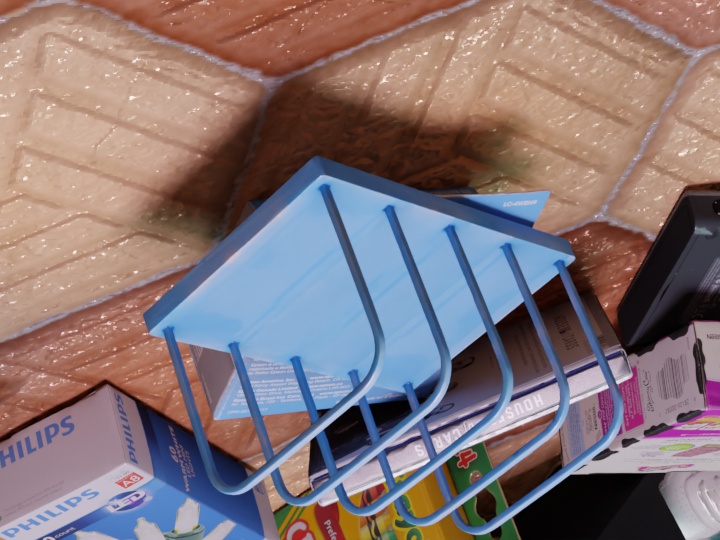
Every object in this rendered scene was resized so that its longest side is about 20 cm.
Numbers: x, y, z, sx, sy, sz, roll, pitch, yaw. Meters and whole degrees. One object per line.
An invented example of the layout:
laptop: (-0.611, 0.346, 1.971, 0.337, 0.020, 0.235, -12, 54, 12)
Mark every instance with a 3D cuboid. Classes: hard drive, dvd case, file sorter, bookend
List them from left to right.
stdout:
file sorter: (0.018, 0.051, 1.048, 0.200, 0.123, 0.139, 15, 134, -45)
dvd case: (0.063, 0.075, 1.247, 0.199, 0.025, 0.150, -22, -169, 4)
bookend: (0.172, 0.268, 1.458, 0.092, 0.200, 0.199, -3, 126, 48)
hard drive: (0.281, 0.001, 1.305, 0.199, 0.033, 0.140, 0, 145, -15)

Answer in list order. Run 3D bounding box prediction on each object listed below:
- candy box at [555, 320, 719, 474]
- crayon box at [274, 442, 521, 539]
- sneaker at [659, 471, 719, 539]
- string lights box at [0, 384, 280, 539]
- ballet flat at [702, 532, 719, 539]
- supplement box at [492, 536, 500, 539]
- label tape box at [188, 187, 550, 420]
candy box: (0.233, 0.086, 1.350, 0.136, 0.061, 0.200, 1, 162, -22)
crayon box: (0.012, 0.198, 1.404, 0.200, 0.127, 0.051, -36, 146, 24)
sneaker: (0.288, 0.147, 1.506, 0.200, 0.100, 0.075, -35, 103, 13)
string lights box: (-0.144, 0.147, 1.293, 0.103, 0.059, 0.200, -27, 149, 15)
ballet flat: (0.268, 0.233, 1.641, 0.199, 0.072, 0.072, -9, 156, 26)
supplement box: (0.122, 0.258, 1.548, 0.199, 0.109, 0.109, 2, 172, -32)
label tape box: (0.000, 0.000, 1.138, 0.143, 0.066, 0.200, -4, 144, -26)
